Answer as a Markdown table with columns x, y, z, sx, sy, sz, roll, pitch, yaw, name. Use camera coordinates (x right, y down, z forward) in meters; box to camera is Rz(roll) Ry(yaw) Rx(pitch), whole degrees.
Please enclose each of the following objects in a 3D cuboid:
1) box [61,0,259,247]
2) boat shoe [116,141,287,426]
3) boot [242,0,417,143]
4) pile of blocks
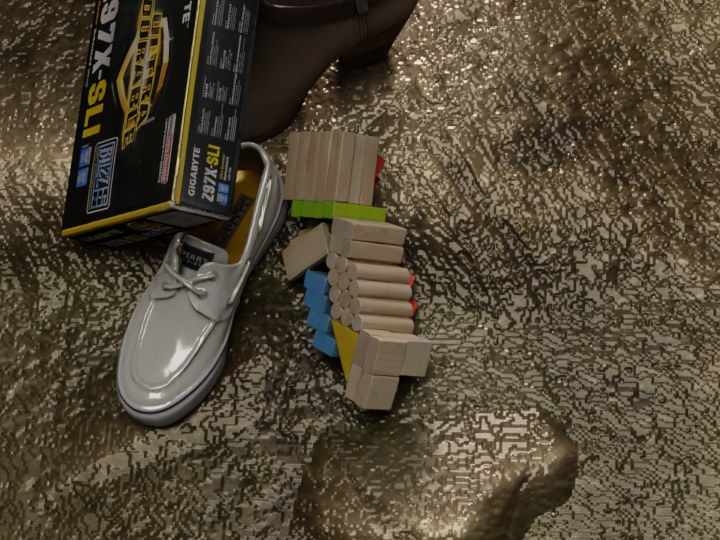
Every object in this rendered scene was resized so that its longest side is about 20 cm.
| x | y | z | sx | sy | sz | roll | pitch | yaw | name |
| --- | --- | --- | --- | --- | --- | --- | --- | --- | --- |
| -0.130 | -0.123 | 1.343 | 0.049 | 0.159 | 0.202 | 14 | 77 | -30 | box |
| -0.106 | 0.004 | 1.342 | 0.070 | 0.070 | 0.201 | 22 | 67 | 16 | boat shoe |
| -0.053 | -0.161 | 1.377 | 0.199 | 0.146 | 0.071 | -27 | 70 | -7 | boot |
| 0.000 | 0.000 | 1.349 | 0.062 | 0.082 | 0.202 | 6 | 66 | -40 | pile of blocks |
